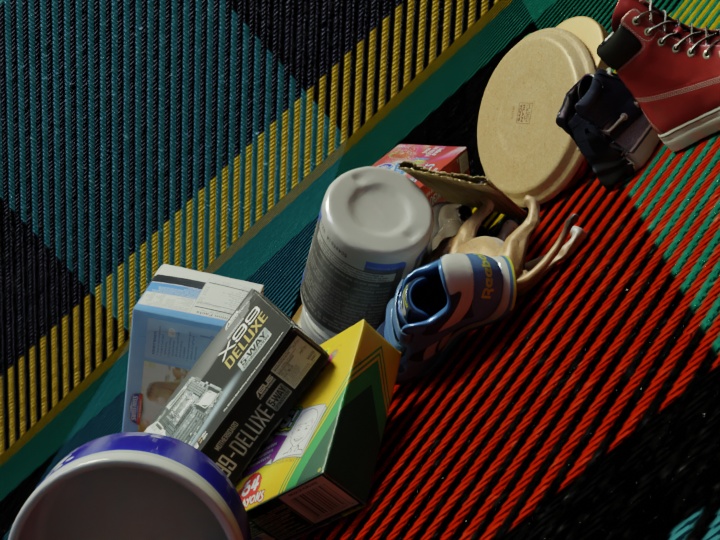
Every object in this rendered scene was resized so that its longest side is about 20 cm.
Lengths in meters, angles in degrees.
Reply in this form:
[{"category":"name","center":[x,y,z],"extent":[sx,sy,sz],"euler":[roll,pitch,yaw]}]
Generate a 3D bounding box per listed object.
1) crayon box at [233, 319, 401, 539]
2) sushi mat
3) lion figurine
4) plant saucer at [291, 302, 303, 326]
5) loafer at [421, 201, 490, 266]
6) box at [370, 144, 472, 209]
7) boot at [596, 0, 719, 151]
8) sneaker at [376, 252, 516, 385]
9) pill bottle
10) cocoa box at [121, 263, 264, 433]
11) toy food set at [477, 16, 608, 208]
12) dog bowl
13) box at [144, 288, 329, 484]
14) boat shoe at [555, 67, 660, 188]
[{"category":"crayon box","center":[-0.062,0.159,1.262],"extent":[0.199,0.058,0.174],"euler":[-32,31,38]},{"category":"sushi mat","center":[0.109,-0.082,1.429],"extent":[0.200,0.095,0.012],"euler":[22,-97,-70]},{"category":"lion figurine","center":[0.124,-0.007,1.320],"extent":[0.123,0.072,0.200],"euler":[-53,16,-15]},{"category":"plant saucer","center":[-0.083,0.102,1.621],"extent":[0.201,0.035,0.200],"euler":[-59,5,8]},{"category":"loafer","center":[0.108,-0.023,1.502],"extent":[0.070,0.074,0.200],"euler":[-4,20,12]},{"category":"box","center":[0.050,-0.066,1.600],"extent":[0.094,0.101,0.200],"euler":[4,26,26]},{"category":"boot","center":[0.299,-0.200,1.213],"extent":[0.199,0.145,0.072],"euler":[-28,16,52]},{"category":"sneaker","center":[0.056,0.040,1.283],"extent":[0.200,0.081,0.075],"euler":[-43,51,43]},{"category":"pill bottle","center":[0.000,0.000,1.415],"extent":[0.114,0.113,0.201],"euler":[-50,-13,-37]},{"category":"cocoa box","center":[-0.196,0.118,1.624],"extent":[0.131,0.132,0.202],"euler":[-71,-10,-67]},{"category":"toy food set","center":[0.194,-0.167,1.508],"extent":[0.197,0.048,0.203],"euler":[-16,69,55]},{"category":"dog bowl","center":[-0.190,0.241,1.163],"extent":[0.200,0.200,0.079],"euler":[-41,8,8]},{"category":"box","center":[-0.124,0.124,1.293],"extent":[0.201,0.050,0.158],"euler":[-53,22,-1]},{"category":"boat shoe","center":[0.266,-0.176,1.386],"extent":[0.074,0.093,0.200],"euler":[-32,15,46]}]
